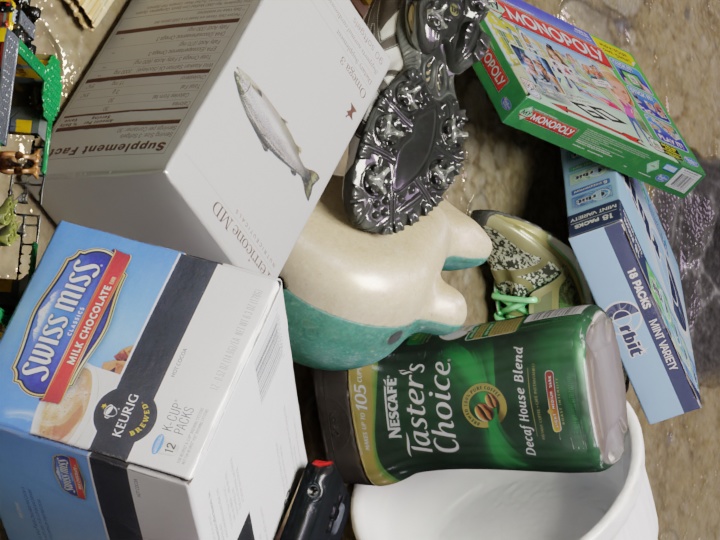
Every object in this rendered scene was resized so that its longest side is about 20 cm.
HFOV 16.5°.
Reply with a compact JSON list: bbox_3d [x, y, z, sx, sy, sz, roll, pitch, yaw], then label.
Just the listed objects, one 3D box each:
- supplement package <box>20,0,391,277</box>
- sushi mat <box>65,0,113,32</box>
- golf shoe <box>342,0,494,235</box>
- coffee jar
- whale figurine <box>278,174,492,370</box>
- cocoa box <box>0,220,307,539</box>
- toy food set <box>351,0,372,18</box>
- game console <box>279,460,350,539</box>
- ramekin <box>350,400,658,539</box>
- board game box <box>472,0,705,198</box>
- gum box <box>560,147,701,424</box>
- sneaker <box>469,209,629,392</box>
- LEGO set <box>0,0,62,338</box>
[{"bbox_3d":[-0.087,-0.089,1.470,0.117,0.117,0.201,54,49,-37],"label":"supplement package"},{"bbox_3d":[-0.142,-0.243,1.491,0.096,0.012,0.200,55,47,-34],"label":"sushi mat"},{"bbox_3d":[0.020,-0.103,1.569,0.078,0.094,0.201,40,55,-31],"label":"golf shoe"},{"bbox_3d":[0.066,0.082,1.599,0.085,0.199,0.105,-31,113,-65],"label":"coffee jar"},{"bbox_3d":[0.000,0.000,1.586,0.200,0.159,0.104,-19,142,-56],"label":"whale figurine"},{"bbox_3d":[-0.117,0.092,1.351,0.200,0.131,0.134,84,25,-57],"label":"cocoa box"},{"bbox_3d":[0.009,-0.225,1.651,0.200,0.060,0.144,49,51,-39],"label":"toy food set"},{"bbox_3d":[-0.049,0.217,1.480,0.177,0.031,0.201,94,15,-79],"label":"game console"},{"bbox_3d":[0.102,0.165,1.650,0.201,0.200,0.098,-58,140,-36],"label":"ramekin"},{"bbox_3d":[0.150,-0.132,1.776,0.199,0.029,0.135,19,36,-43],"label":"board game box"},{"bbox_3d":[0.196,-0.013,1.830,0.200,0.044,0.170,-89,157,-59],"label":"gum box"},{"bbox_3d":[0.125,0.043,1.790,0.089,0.077,0.200,-51,124,-28],"label":"sneaker"},{"bbox_3d":[-0.235,-0.048,1.309,0.154,0.115,0.201,22,73,-82],"label":"LEGO set"}]
